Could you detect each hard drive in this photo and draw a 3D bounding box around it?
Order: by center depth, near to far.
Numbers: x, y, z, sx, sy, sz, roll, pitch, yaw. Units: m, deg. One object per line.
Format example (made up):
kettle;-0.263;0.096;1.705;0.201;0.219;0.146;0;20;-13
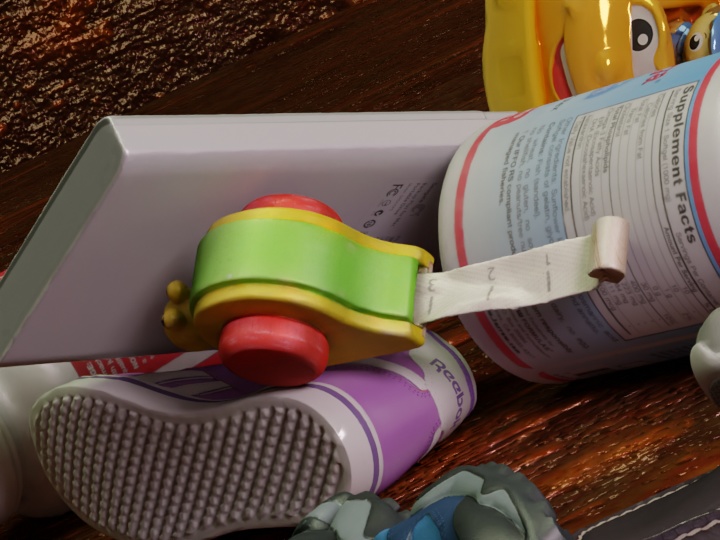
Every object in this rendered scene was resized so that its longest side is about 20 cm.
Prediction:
hard drive;-0.041;-0.014;1.122;0.200;0.026;0.132;-3;-37;-38

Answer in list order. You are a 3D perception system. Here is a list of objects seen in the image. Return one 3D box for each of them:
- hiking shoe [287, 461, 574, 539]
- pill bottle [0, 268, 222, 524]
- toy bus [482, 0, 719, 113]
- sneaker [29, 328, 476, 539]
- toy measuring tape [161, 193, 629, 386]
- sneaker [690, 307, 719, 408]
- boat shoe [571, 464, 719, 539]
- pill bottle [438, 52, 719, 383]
hiking shoe;0.009;0.110;0.807;0.087;0.074;0.200;-37;4;-21
pill bottle;-0.134;0.045;1.312;0.200;0.112;0.112;-33;13;-39
toy bus;0.178;-0.093;1.177;0.200;0.136;0.192;-11;8;-42
sneaker;-0.039;0.062;1.148;0.200;0.073;0.114;0;21;42
toy measuring tape;0.000;0.000;1.037;0.200;0.074;0.074;-13;15;35
sneaker;0.188;-0.012;0.883;0.200;0.082;0.075;-21;-20;-15
boat shoe;0.147;0.042;0.800;0.200;0.065;0.072;-23;10;10
pill bottle;0.133;-0.025;1.050;0.200;0.109;0.109;-15;14;42
